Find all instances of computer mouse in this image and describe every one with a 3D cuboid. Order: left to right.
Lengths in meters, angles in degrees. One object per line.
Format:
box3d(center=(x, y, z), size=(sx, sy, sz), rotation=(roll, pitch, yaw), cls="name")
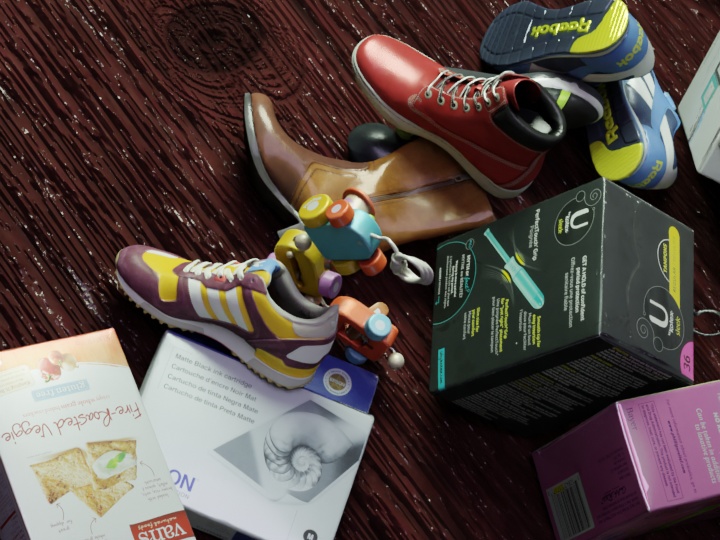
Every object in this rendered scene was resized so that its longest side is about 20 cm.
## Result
box3d(center=(0.070, -0.069, 1.763), size=(0.200, 0.034, 0.059), rotation=(37, 59, 1), cls="computer mouse")

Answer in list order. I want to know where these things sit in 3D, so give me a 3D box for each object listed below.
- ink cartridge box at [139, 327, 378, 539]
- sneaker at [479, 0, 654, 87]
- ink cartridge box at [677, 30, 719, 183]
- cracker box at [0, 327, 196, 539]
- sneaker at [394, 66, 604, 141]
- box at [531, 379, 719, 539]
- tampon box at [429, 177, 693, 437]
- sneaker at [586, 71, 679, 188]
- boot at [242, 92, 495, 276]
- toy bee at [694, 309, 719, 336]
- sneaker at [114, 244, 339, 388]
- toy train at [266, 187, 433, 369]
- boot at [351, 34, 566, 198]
box3d(center=(-0.093, 0.132, 1.609), size=(0.198, 0.041, 0.201), rotation=(22, 60, -7), cls="ink cartridge box")
box3d(center=(0.195, -0.209, 1.802), size=(0.082, 0.199, 0.074), rotation=(31, 77, -37), cls="sneaker")
box3d(center=(0.406, -0.154, 1.798), size=(0.146, 0.147, 0.200), rotation=(25, 21, -6), cls="ink cartridge box")
box3d(center=(-0.226, 0.155, 1.488), size=(0.133, 0.058, 0.201), rotation=(-12, 70, -35), cls="cracker box")
box3d(center=(0.130, -0.136, 1.778), size=(0.198, 0.072, 0.083), rotation=(3, 67, -4), cls="sneaker")
box3d(center=(0.280, 0.164, 1.636), size=(0.199, 0.176, 0.097), rotation=(-10, 75, -23), cls="box")
box3d(center=(0.174, 0.036, 1.633), size=(0.126, 0.199, 0.151), rotation=(26, 57, -36), cls="tampon box")
box3d(center=(0.262, -0.162, 1.846), size=(0.082, 0.074, 0.201), rotation=(20, 53, -34), cls="sneaker")
box3d(center=(0.004, -0.099, 1.704), size=(0.199, 0.069, 0.189), rotation=(-20, 74, -8), cls="boot")
box3d(center=(0.401, -0.019, 1.793), size=(0.130, 0.109, 0.200), rotation=(16, 34, 27), cls="toy bee")
box3d(center=(-0.111, 0.015, 1.608), size=(0.199, 0.090, 0.075), rotation=(28, 31, 0), cls="sneaker")
box3d(center=(0.000, 0.000, 1.612), size=(0.150, 0.200, 0.056), rotation=(32, 59, 1), cls="toy train")
box3d(center=(0.087, -0.160, 1.652), size=(0.200, 0.144, 0.073), rotation=(37, 67, 3), cls="boot")
